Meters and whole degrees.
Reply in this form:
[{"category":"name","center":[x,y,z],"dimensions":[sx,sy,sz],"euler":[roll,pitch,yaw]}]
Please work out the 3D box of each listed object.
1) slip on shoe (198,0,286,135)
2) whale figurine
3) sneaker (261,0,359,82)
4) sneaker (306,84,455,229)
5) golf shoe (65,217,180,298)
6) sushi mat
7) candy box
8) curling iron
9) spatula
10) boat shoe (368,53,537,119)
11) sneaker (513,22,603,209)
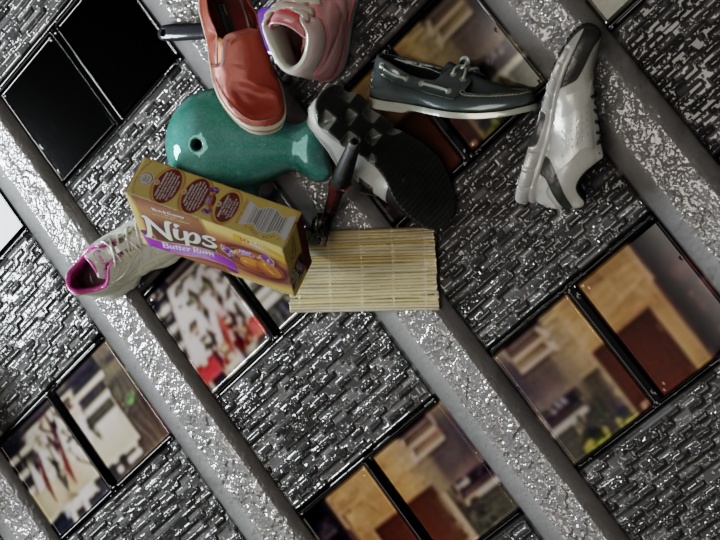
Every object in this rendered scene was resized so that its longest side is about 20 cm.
[{"category":"slip on shoe","center":[-0.134,-0.243,1.737],"dimensions":[0.074,0.061,0.200],"euler":[-15,75,-13]},{"category":"whale figurine","center":[-0.131,-0.142,1.771],"dimensions":[0.200,0.104,0.160],"euler":[6,96,22]},{"category":"sneaker","center":[-0.052,-0.306,1.704],"dimensions":[0.075,0.105,0.201],"euler":[12,103,28]},{"category":"sneaker","center":[0.021,-0.121,1.718],"dimensions":[0.200,0.074,0.088],"euler":[45,162,-6]},{"category":"golf shoe","center":[-0.276,-0.025,1.879],"dimensions":[0.200,0.091,0.075],"euler":[-39,78,26]},{"category":"sushi mat","center":[0.000,0.000,1.776],"dimensions":[0.200,0.012,0.096],"euler":[-2,98,29]},{"category":"candy box","center":[-0.159,-0.049,1.761],"dimensions":[0.200,0.117,0.057],"euler":[18,65,13]},{"category":"curling iron","center":[-0.024,-0.086,1.701],"dimensions":[0.025,0.050,0.200],"euler":[17,148,-7]},{"category":"spatula","center":[-0.157,-0.279,1.811],"dimensions":[0.200,0.021,0.057],"euler":[4,94,29]},{"category":"boat shoe","center":[0.096,-0.197,1.659],"dimensions":[0.200,0.073,0.062],"euler":[9,106,32]},{"category":"sneaker","center":[0.222,-0.156,1.607],"dimensions":[0.080,0.074,0.200],"euler":[18,111,10]}]
